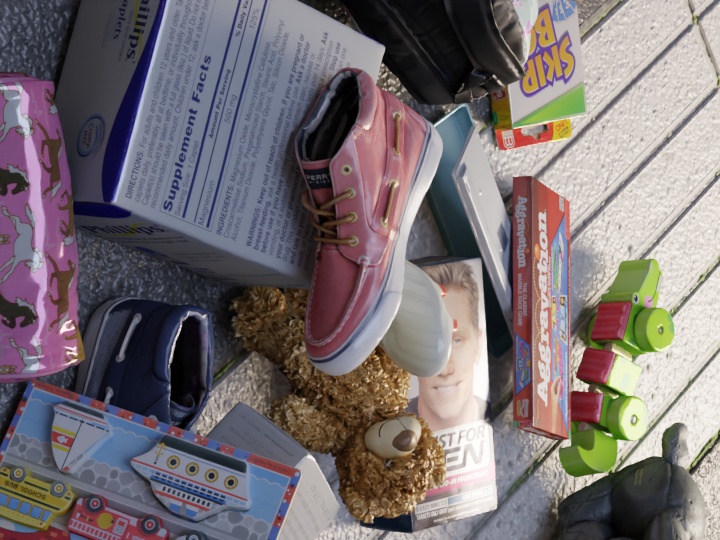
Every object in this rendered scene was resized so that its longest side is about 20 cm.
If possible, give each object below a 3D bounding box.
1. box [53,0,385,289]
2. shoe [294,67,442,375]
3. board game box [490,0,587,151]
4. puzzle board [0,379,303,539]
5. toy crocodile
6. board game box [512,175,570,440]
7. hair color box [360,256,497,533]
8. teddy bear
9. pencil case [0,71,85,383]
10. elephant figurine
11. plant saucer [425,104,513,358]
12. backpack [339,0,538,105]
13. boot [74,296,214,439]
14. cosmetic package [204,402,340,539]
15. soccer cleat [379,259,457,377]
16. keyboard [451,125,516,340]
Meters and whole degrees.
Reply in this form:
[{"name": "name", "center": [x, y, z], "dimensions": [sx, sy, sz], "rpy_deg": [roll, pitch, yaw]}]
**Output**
[{"name": "box", "center": [-0.103, -0.101, 1.421], "dimensions": [0.200, 0.105, 0.184], "rpy_deg": [23, 76, -41]}, {"name": "shoe", "center": [-0.013, -0.036, 1.393], "dimensions": [0.091, 0.071, 0.201], "rpy_deg": [38, 61, -38]}, {"name": "board game box", "center": [0.140, -0.202, 1.700], "dimensions": [0.095, 0.030, 0.201], "rpy_deg": [-13, 102, -42]}, {"name": "puzzle board", "center": [-0.155, 0.167, 1.329], "dimensions": [0.017, 0.199, 0.151], "rpy_deg": [62, 47, -69]}, {"name": "toy crocodile", "center": [0.211, 0.081, 1.742], "dimensions": [0.062, 0.067, 0.201], "rpy_deg": [31, 71, -38]}, {"name": "board game box", "center": [0.147, 0.032, 1.671], "dimensions": [0.103, 0.019, 0.201], "rpy_deg": [22, 66, -64]}, {"name": "hair color box", "center": [0.046, 0.093, 1.595], "dimensions": [0.100, 0.060, 0.201], "rpy_deg": [-9, 97, -43]}, {"name": "teddy bear", "center": [-0.012, 0.081, 1.482], "dimensions": [0.145, 0.067, 0.200], "rpy_deg": [13, 42, -40]}, {"name": "pencil case", "center": [-0.229, -0.025, 1.321], "dimensions": [0.083, 0.086, 0.201], "rpy_deg": [-15, 101, -54]}, {"name": "elephant figurine", "center": [0.250, 0.264, 1.762], "dimensions": [0.142, 0.155, 0.200], "rpy_deg": [-103, 167, -50]}, {"name": "plant saucer", "center": [0.092, -0.032, 1.663], "dimensions": [0.070, 0.019, 0.200], "rpy_deg": [-38, 115, -36]}, {"name": "backpack", "center": [0.058, -0.222, 1.535], "dimensions": [0.200, 0.166, 0.127], "rpy_deg": [56, 39, -36]}, {"name": "boot", "center": [-0.152, 0.117, 1.390], "dimensions": [0.073, 0.090, 0.201], "rpy_deg": [10, 84, -43]}, {"name": "cosmetic package", "center": [-0.112, 0.195, 1.388], "dimensions": [0.200, 0.074, 0.102], "rpy_deg": [-48, 150, -14]}, {"name": "soccer cleat", "center": [0.000, 0.000, 1.490], "dimensions": [0.077, 0.200, 0.069], "rpy_deg": [3, 133, -38]}, {"name": "keyboard", "center": [0.108, -0.021, 1.623], "dimensions": [0.056, 0.011, 0.200], "rpy_deg": [-72, 149, -43]}]
